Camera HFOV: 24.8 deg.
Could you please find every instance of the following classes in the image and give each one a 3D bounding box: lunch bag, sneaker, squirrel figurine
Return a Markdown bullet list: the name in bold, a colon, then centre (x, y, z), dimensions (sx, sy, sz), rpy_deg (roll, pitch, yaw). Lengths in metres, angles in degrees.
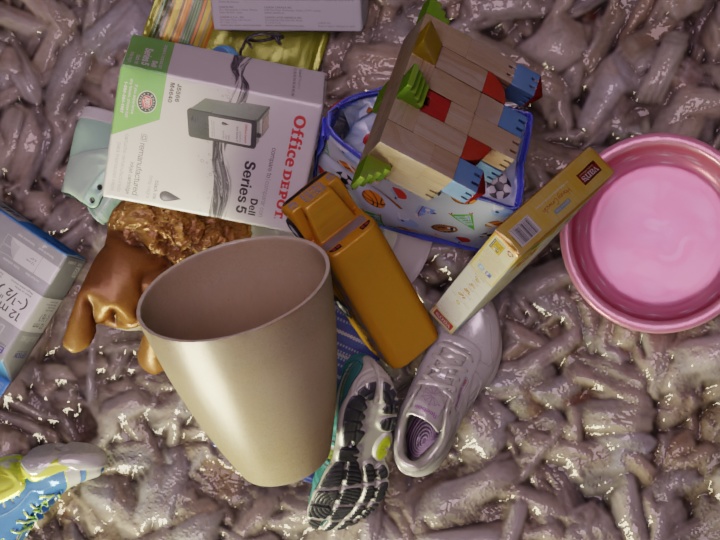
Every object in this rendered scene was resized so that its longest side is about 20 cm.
- **lunch bag**: centre (0.054, -0.107, 1.619), dimensions (0.199, 0.170, 0.124), rpy_deg (10, 72, -3)
- **sneaker**: centre (0.089, 0.118, 1.656), dimensions (0.075, 0.100, 0.201), rpy_deg (21, 89, 9)
- **sneaker**: centre (-0.009, 0.177, 1.665), dimensions (0.077, 0.080, 0.201), rpy_deg (6, 116, -22)
- **sneaker**: centre (-0.355, 0.246, 1.748), dimensions (0.199, 0.076, 0.106), rpy_deg (-9, 96, 17)
- **sneaker**: centre (-0.225, -0.096, 1.732), dimensions (0.200, 0.074, 0.119), rpy_deg (14, 83, 27)
- **squirrel figurine**: centre (-0.178, 0.014, 1.685), dimensions (0.186, 0.142, 0.201), rpy_deg (21, 106, 4)

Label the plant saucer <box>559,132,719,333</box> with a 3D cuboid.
- **plant saucer**: centre (0.302, -0.036, 1.655), dimensions (0.199, 0.051, 0.202), rpy_deg (-1, 85, 9)

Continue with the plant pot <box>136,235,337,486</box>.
- **plant pot**: centre (-0.097, 0.100, 1.565), dimensions (0.186, 0.188, 0.201), rpy_deg (-9, 118, 9)

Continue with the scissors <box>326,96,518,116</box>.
- **scissors**: centre (0.064, -0.173, 1.723), dimensions (0.199, 0.014, 0.073), rpy_deg (-18, 66, 2)

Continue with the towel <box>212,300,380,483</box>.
- **towel**: centre (-0.057, 0.110, 1.682), dimensions (0.144, 0.024, 0.201), rpy_deg (24, 89, -30)

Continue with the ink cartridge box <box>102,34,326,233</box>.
- **ink cartridge box**: centre (-0.143, -0.134, 1.615), dimensions (0.199, 0.084, 0.146), rpy_deg (11, 118, -5)

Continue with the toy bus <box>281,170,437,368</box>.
- **toy bus**: centre (0.000, 0.000, 1.620), dimensions (0.065, 0.078, 0.200), rpy_deg (-37, 125, -10)

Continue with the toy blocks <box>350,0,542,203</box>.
- **toy blocks**: centre (0.088, -0.136, 1.504), dimensions (0.136, 0.100, 0.201), rpy_deg (27, 60, -12)

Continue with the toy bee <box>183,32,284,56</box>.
- **toy bee**: centre (-0.162, -0.182, 1.698), dimensions (0.130, 0.200, 0.109), rpy_deg (-4, 93, -22)

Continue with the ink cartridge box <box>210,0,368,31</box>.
- **ink cartridge box**: centre (-0.077, -0.343, 1.681), dimensions (0.162, 0.057, 0.201), rpy_deg (2, 119, 7)

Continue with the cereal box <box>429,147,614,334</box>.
- **cereal box**: centre (0.152, -0.026, 1.583), dimensions (0.040, 0.200, 0.144), rpy_deg (46, 62, 6)

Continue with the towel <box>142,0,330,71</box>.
- **towel**: centre (-0.133, -0.260, 1.765), dimensions (0.199, 0.018, 0.086), rpy_deg (16, 90, 11)

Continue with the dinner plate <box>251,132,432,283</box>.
- **dinner plate**: centre (-0.022, -0.051, 1.728), dimensions (0.199, 0.024, 0.201), rpy_deg (-1, 87, 9)

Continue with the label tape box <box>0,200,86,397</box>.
- **label tape box**: centre (-0.412, 0.032, 1.770), dimensions (0.143, 0.066, 0.200), rpy_deg (33, 90, 11)
